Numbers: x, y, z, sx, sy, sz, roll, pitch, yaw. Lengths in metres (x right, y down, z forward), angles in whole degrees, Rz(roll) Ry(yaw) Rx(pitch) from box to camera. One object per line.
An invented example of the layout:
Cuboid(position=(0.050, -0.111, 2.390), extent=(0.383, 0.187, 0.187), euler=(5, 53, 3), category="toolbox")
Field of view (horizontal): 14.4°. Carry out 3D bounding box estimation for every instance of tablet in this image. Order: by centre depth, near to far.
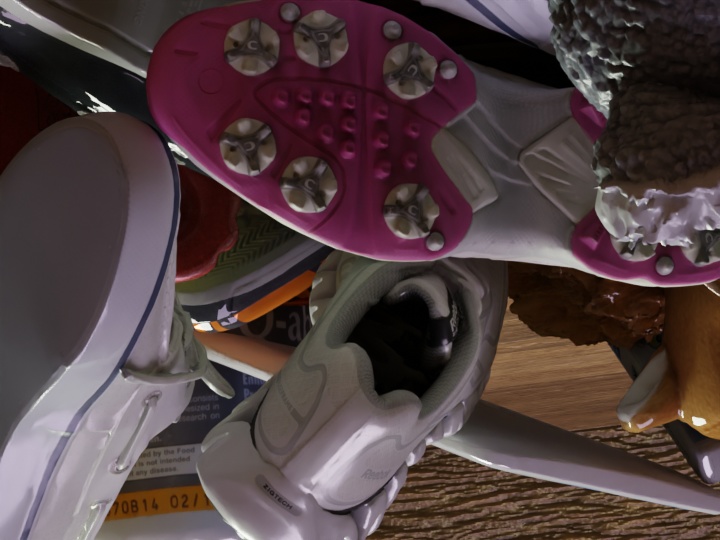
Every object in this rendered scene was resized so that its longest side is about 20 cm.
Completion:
Cuboid(position=(0.034, 0.056, 1.095), extent=(0.130, 0.014, 0.199), euler=(14, -178, -40), category="tablet")

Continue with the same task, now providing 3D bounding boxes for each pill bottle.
Cuboid(position=(-0.077, 0.022, 1.209), extent=(0.116, 0.201, 0.116), euler=(-4, 172, -1), category="pill bottle")

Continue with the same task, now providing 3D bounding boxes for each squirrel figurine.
Cuboid(position=(0.129, -0.027, 1.040), extent=(0.141, 0.188, 0.200), euler=(-1, 171, -27), category="squirrel figurine")

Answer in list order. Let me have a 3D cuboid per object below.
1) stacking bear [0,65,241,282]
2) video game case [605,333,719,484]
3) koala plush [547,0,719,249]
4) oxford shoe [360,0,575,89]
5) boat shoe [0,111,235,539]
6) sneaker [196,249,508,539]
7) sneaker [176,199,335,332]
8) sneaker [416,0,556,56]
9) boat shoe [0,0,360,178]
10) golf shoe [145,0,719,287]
Cuboid(position=(-0.104, -0.051, 1.045), extent=(0.113, 0.122, 0.200), euler=(-2, 177, -4), category="stacking bear")
Cuboid(position=(0.186, -0.014, 1.128), extent=(0.199, 0.183, 0.022), euler=(-21, 131, -8), category="video game case")
Cuboid(position=(0.142, -0.083, 0.798), extent=(0.199, 0.178, 0.184), euler=(-2, 160, -15), category="koala plush")
Cuboid(position=(0.022, -0.080, 1.004), extent=(0.073, 0.085, 0.199), euler=(35, 162, -33), category="oxford shoe")
Cuboid(position=(-0.080, 0.030, 0.912), extent=(0.086, 0.075, 0.203), euler=(-7, 136, -37), category="boat shoe")
Cuboid(position=(0.017, 0.020, 0.964), extent=(0.081, 0.075, 0.200), euler=(-53, -177, 34), category="sneaker")
Cuboid(position=(0.000, 0.000, 1.137), extent=(0.077, 0.113, 0.200), euler=(9, -148, 37), category="sneaker")
Cuboid(position=(0.023, -0.111, 0.864), extent=(0.070, 0.074, 0.200), euler=(0, 167, 37), category="sneaker")
Cuboid(position=(-0.053, -0.069, 0.916), extent=(0.200, 0.076, 0.060), euler=(36, 157, -25), category="boat shoe")
Cuboid(position=(0.023, -0.034, 0.887), extent=(0.199, 0.076, 0.091), euler=(14, 174, -19), category="golf shoe")
